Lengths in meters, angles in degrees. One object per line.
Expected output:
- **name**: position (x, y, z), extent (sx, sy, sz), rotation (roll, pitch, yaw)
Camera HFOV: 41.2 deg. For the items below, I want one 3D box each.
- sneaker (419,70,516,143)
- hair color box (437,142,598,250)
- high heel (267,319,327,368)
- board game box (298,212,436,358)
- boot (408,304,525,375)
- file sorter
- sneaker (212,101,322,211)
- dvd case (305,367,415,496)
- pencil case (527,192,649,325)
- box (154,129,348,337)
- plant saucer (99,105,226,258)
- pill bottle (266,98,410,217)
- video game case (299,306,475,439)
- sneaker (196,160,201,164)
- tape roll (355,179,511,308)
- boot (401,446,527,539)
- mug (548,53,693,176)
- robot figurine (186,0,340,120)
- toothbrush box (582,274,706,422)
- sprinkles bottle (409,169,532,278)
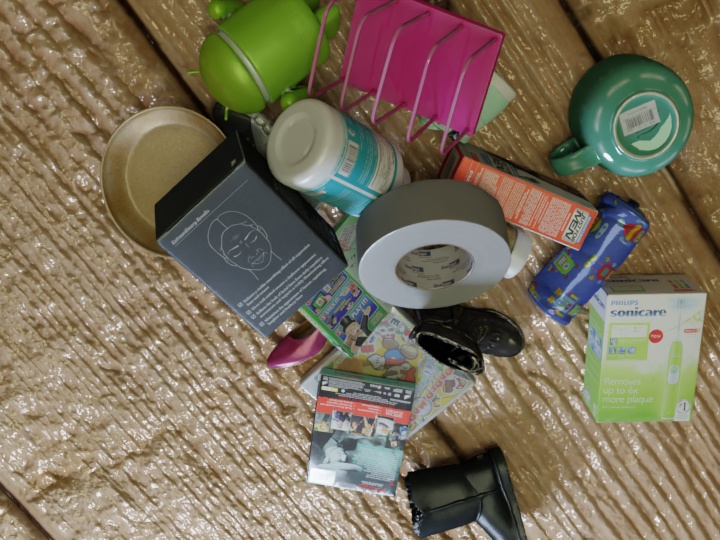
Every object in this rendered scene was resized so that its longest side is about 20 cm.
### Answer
- **sneaker**: position (0.098, -0.255, 1.267), extent (0.200, 0.074, 0.118), rotation (40, 103, -14)
- **hair color box**: position (0.211, -0.106, 1.305), extent (0.198, 0.111, 0.064), rotation (22, 108, -10)
- **high heel**: position (-0.064, 0.057, 1.370), extent (0.199, 0.068, 0.096), rotation (-31, 118, 3)
- **board game box**: position (0.000, 0.000, 1.329), extent (0.135, 0.029, 0.200), rotation (45, 73, -15)
- **boot**: position (0.151, 0.103, 1.341), extent (0.198, 0.174, 0.070), rotation (21, 108, -9)
- **file sorter**: position (0.051, -0.248, 1.186), extent (0.198, 0.125, 0.140), rotation (25, 125, 15)
- **sneaker**: position (-0.134, -0.130, 1.278), extent (0.199, 0.075, 0.116), rotation (38, 66, -14)
- **dvd case**: position (-0.002, 0.246, 1.445), extent (0.144, 0.022, 0.202), rotation (8, 115, 1)
- **pencil case**: position (0.320, -0.021, 1.356), extent (0.078, 0.087, 0.201), rotation (20, 113, -47)
- **box**: position (-0.138, -0.044, 1.205), extent (0.148, 0.107, 0.200), rotation (-39, 120, 9)
- **plant saucer**: position (-0.245, -0.118, 1.269), extent (0.197, 0.035, 0.203), rotation (3, 105, 10)
- **pill bottle**: position (-0.019, -0.134, 1.225), extent (0.111, 0.111, 0.199), rotation (-51, 142, 14)
- **video game case**: position (0.039, 0.165, 1.425), extent (0.182, 0.023, 0.200), rotation (42, 111, -15)
- **sneaker**: position (-0.187, -0.058, 1.332), extent (0.099, 0.070, 0.201), rotation (-39, 98, 12)
- **tape roll**: position (0.093, -0.030, 1.244), extent (0.197, 0.067, 0.201), rotation (-3, 145, -2)
- **boot**: position (0.163, 0.384, 1.490), extent (0.166, 0.076, 0.202), rotation (-18, 102, 0)
- **mug**: position (0.356, -0.189, 1.278), extent (0.150, 0.115, 0.187), rotation (19, 107, -9)
- **robot figurine**: position (-0.119, -0.281, 1.214), extent (0.199, 0.116, 0.176), rotation (-39, 88, -8)
- **toothbrush box**: position (0.411, 0.113, 1.402), extent (0.143, 0.086, 0.203), rotation (0, 108, -2)
- **sprinkles bottle**: position (0.142, -0.064, 1.334), extent (0.198, 0.068, 0.069), rotation (29, 106, -15)
